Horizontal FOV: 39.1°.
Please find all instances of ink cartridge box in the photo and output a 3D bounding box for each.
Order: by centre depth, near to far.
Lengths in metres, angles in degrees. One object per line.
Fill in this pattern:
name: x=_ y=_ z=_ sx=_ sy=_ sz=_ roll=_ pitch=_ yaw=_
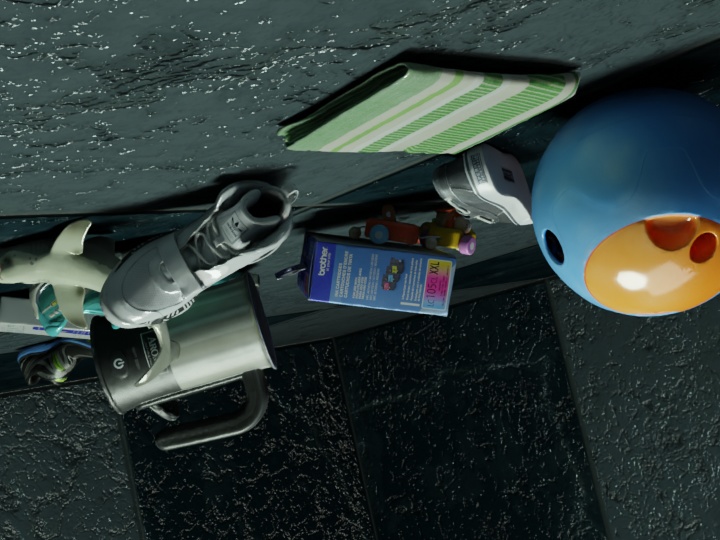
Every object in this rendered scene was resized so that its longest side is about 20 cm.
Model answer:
ink cartridge box: x=0.000 y=0.000 z=1.215 sx=0.199 sy=0.077 sz=0.136 roll=9 pitch=-176 yaw=-9
ink cartridge box: x=-0.356 y=0.065 z=1.290 sx=0.199 sy=0.039 sz=0.099 roll=8 pitch=168 yaw=-19

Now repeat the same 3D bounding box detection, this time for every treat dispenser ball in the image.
treat dispenser ball: x=0.252 y=-0.059 z=0.894 sx=0.200 sy=0.201 sz=0.201 roll=-12 pitch=174 yaw=-1

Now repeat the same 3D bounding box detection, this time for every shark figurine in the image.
shark figurine: x=-0.241 y=0.009 z=0.990 sx=0.128 sy=0.214 sz=0.090 roll=-46 pitch=-159 yaw=23

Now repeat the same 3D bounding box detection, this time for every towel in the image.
towel: x=0.056 y=-0.122 z=0.771 sx=0.200 sy=0.023 sz=0.152 roll=-5 pitch=170 yaw=-42

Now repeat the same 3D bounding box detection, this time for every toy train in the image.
toy train: x=0.072 y=-0.058 z=1.254 sx=0.150 sy=0.056 sz=0.200 roll=9 pitch=-175 yaw=8

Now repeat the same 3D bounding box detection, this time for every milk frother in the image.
milk frother: x=-0.197 y=0.099 z=1.206 sx=0.188 sy=0.181 sz=0.200 roll=-15 pitch=-163 yaw=-1

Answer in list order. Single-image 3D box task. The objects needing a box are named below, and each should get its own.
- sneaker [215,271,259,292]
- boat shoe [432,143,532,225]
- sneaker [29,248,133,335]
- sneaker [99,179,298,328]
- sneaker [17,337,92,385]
sneaker: x=-0.209 y=0.036 z=1.515 sx=0.079 sy=0.078 sz=0.200 roll=10 pitch=161 yaw=-19
boat shoe: x=0.129 y=-0.081 z=1.052 sx=0.068 sy=0.072 sz=0.200 roll=-17 pitch=170 yaw=22
sneaker: x=-0.250 y=0.021 z=1.088 sx=0.199 sy=0.080 sz=0.077 roll=-11 pitch=175 yaw=-23
sneaker: x=-0.142 y=-0.021 z=0.914 sx=0.200 sy=0.075 sz=0.115 roll=-32 pitch=178 yaw=-24
sneaker: x=-0.535 y=0.164 z=1.837 sx=0.199 sy=0.083 sz=0.071 roll=-16 pitch=173 yaw=25
